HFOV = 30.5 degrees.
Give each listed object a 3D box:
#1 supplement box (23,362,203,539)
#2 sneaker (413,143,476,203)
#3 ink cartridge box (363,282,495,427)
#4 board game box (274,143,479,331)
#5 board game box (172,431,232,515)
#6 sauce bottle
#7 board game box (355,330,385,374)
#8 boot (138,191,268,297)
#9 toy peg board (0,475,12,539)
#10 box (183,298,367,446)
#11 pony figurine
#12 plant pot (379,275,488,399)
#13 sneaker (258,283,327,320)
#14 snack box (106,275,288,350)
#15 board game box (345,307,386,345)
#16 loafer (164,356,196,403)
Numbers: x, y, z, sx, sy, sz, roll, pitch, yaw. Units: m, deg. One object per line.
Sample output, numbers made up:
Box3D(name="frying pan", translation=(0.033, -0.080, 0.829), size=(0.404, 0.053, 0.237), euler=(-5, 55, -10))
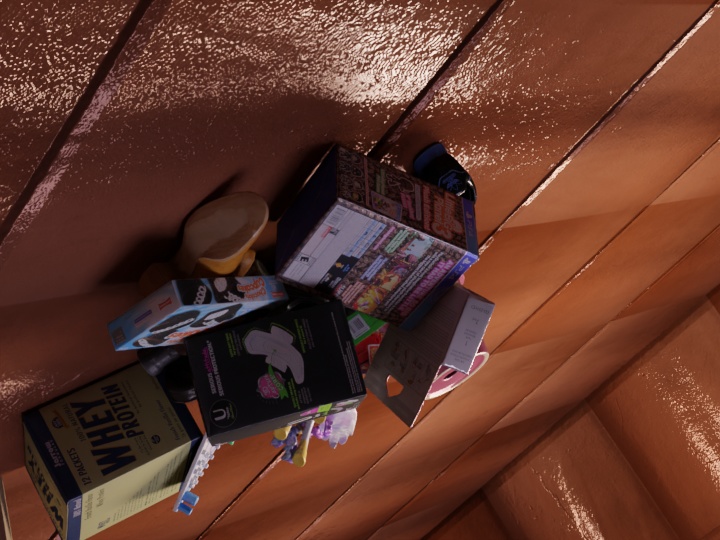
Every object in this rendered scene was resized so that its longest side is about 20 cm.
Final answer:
Box3D(name="supplement box", translation=(-0.341, 0.249, 1.805), size=(0.198, 0.135, 0.200), euler=(-25, 159, -24))
Box3D(name="sneaker", translation=(0.122, -0.100, 1.789), size=(0.070, 0.078, 0.200), euler=(-35, 160, 2))
Box3D(name="ink cartridge box", translation=(0.082, 0.095, 1.662), size=(0.044, 0.200, 0.178), euler=(21, 94, -20))
Box3D(name="board game box", translation=(0.018, -0.037, 1.607), size=(0.199, 0.097, 0.160), euler=(22, 133, -23))
Box3D(name="board game box", translation=(-0.187, 0.217, 1.845), size=(0.201, 0.026, 0.200), euler=(-65, 177, 35))
Box3D(name="sauce bottle", translation=(-0.198, 0.065, 1.703), size=(0.199, 0.065, 0.065), euler=(-35, 160, 8))
Box3D(name="board game box", translation=(-0.019, 0.103, 1.879), size=(0.198, 0.039, 0.158), euler=(-5, -162, -5))
Box3D(name="boot", translation=(-0.158, -0.027, 1.561), size=(0.200, 0.071, 0.144), euler=(-36, 166, 22))
Box3D(name="toy peg board", translation=(-0.506, 0.348, 1.717), size=(0.097, 0.202, 0.200), euler=(-11, 155, -15))
Box3D(name="box", translation=(-0.106, 0.129, 1.628), size=(0.198, 0.126, 0.149), euler=(-14, 169, -7))
Box3D(name="pony figurine", translation=(-0.078, 0.209, 2.072), size=(0.201, 0.165, 0.194), euler=(-67, 180, -55))
Box3D(name="plant pot", translation=(0.101, 0.092, 2.058), size=(0.199, 0.180, 0.200), euler=(-30, 161, -11))
Box3D(name="sneaker", translation=(-0.131, 0.062, 1.753), size=(0.199, 0.084, 0.077), euler=(-28, 163, 12))
Box3D(name="snack box", translation=(-0.188, 0.049, 1.554), size=(0.116, 0.037, 0.199), euler=(-31, 165, 31))
Box3D(name="board game box", translation=(0.051, 0.018, 1.871), size=(0.153, 0.040, 0.200), euler=(-36, -172, 18))
Box3D(name="loafer", translation=(-0.201, 0.148, 1.782), size=(0.072, 0.072, 0.200), euler=(0, -169, 18))
